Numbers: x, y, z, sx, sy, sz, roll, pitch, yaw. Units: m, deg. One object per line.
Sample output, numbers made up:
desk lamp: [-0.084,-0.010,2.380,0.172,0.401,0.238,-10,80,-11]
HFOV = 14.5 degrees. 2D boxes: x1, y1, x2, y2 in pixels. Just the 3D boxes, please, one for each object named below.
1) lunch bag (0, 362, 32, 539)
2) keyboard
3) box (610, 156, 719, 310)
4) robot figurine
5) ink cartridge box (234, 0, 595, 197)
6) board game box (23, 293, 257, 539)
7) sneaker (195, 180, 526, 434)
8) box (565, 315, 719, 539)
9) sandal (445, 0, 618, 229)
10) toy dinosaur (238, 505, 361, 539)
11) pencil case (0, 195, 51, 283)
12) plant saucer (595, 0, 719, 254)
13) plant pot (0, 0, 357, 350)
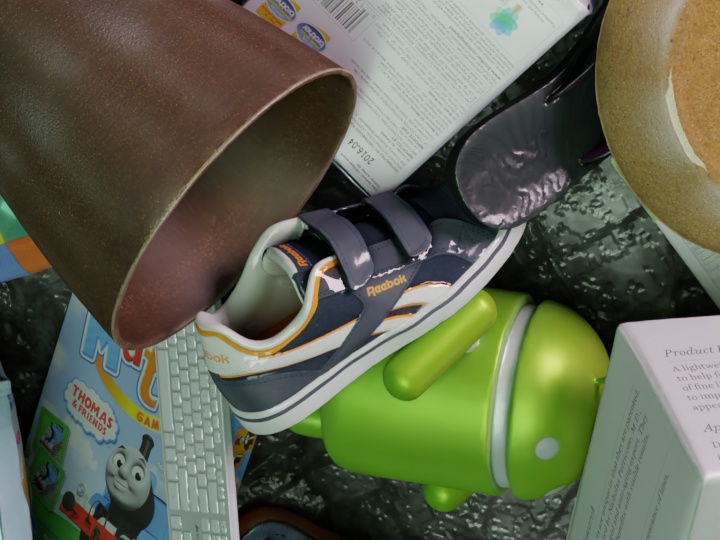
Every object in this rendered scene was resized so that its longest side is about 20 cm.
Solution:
lunch bag: [-0.262,0.124,1.659,0.199,0.127,0.170,10,117,42]
keyboard: [-0.093,0.103,1.588,0.056,0.011,0.201,-1,95,43]
box: [0.255,-0.028,1.583,0.144,0.036,0.200,-33,104,20]
robot figurine: [0.053,0.065,1.604,0.199,0.116,0.176,8,151,15]
ink cartridge box: [0.014,-0.136,1.559,0.136,0.076,0.200,45,111,-8]
board game box: [-0.131,0.102,1.658,0.151,0.036,0.201,38,119,36]
sneaker: [0.000,0.000,1.526,0.200,0.078,0.080,-39,124,-11]
box: [0.232,0.135,1.541,0.198,0.131,0.201,-3,129,-16]
sandal: [0.135,-0.093,1.521,0.200,0.048,0.075,-43,107,-14]
toy dinosaur: [0.010,0.198,1.711,0.182,0.200,0.105,46,141,22]
pencil case: [-0.195,-0.041,1.632,0.199,0.088,0.089,-14,108,14]
plant saucer: [0.224,-0.104,1.502,0.199,0.035,0.201,-1,94,-14]
plant pot: [-0.137,-0.092,1.497,0.200,0.187,0.187,40,114,14]
